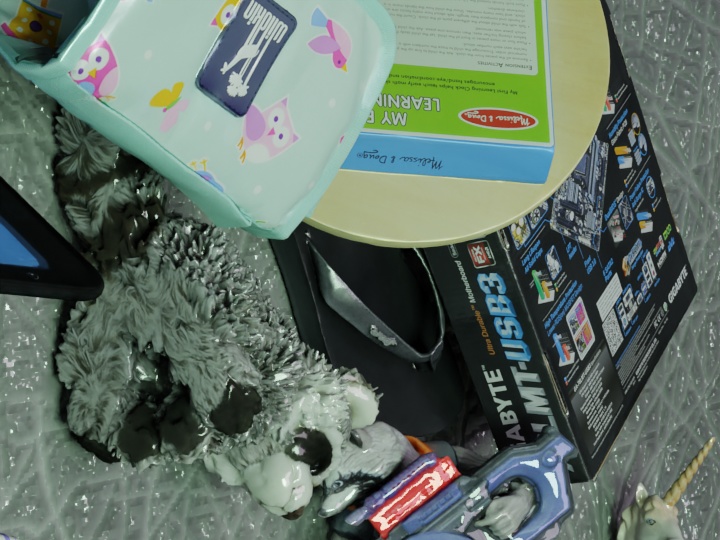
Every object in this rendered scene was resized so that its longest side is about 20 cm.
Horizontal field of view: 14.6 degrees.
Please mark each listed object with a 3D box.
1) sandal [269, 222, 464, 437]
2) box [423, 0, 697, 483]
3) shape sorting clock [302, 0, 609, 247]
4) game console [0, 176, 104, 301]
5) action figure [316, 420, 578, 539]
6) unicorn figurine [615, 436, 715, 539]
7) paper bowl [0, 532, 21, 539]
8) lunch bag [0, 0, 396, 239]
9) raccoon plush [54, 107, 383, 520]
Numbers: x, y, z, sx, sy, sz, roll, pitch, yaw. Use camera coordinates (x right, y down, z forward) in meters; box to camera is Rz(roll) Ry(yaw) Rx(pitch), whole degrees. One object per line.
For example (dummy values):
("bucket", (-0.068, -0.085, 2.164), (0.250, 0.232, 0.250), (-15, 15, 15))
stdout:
("sandal", (0.000, 0.000, 1.301), (0.076, 0.043, 0.201), (-51, 126, -37))
("box", (0.094, -0.028, 1.380), (0.200, 0.049, 0.199), (-53, 126, -54))
("shape sorting clock", (0.014, -0.103, 1.248), (0.199, 0.039, 0.201), (5, 63, -11))
("game console", (-0.193, -0.082, 1.019), (0.200, 0.116, 0.177), (7, 84, -50))
("action figure", (0.019, 0.160, 1.313), (0.199, 0.105, 0.194), (-29, 108, -14))
("unicorn figurine", (0.161, 0.209, 1.466), (0.138, 0.073, 0.201), (-87, 168, -49))
("paper bowl", (-0.173, 0.198, 1.025), (0.200, 0.104, 0.202), (-6, 90, -67))
("lunch bag", (-0.070, -0.129, 1.126), (0.170, 0.121, 0.201), (37, 46, -51))
("raccoon plush", (-0.054, 0.008, 1.208), (0.134, 0.096, 0.201), (0, 89, -57))
